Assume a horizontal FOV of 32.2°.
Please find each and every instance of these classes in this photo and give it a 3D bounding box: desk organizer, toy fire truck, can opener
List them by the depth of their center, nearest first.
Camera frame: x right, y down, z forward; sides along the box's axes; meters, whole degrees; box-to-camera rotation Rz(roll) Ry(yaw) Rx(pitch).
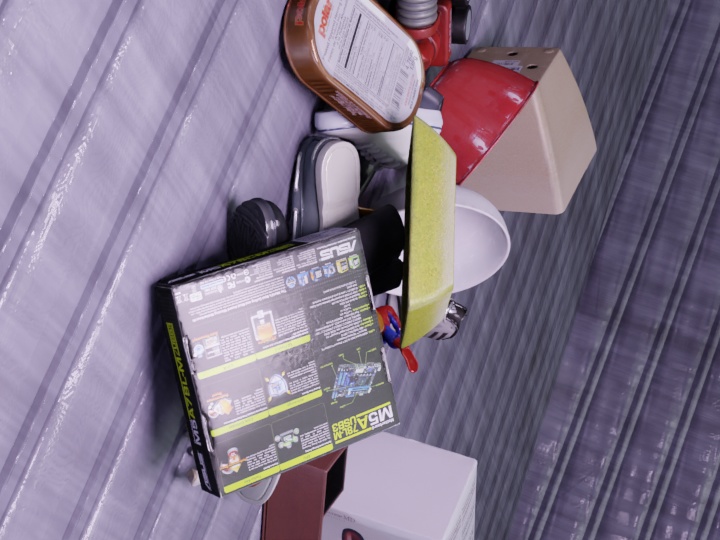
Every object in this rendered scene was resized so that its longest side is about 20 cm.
[{"bbox_3d":[0.045,-0.287,1.359,0.201,0.127,0.177,-70,163,-48],"label":"toy fire truck"},{"bbox_3d":[0.026,-0.156,1.462,0.201,0.078,0.064,-56,163,-25],"label":"can opener"},{"bbox_3d":[-0.069,0.293,1.494,0.072,0.076,0.202,-44,144,-57],"label":"desk organizer"}]

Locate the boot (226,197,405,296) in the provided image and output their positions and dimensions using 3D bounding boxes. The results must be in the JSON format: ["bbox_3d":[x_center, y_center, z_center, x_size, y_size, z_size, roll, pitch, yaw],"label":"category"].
[{"bbox_3d":[-0.035,-0.024,1.241,0.199,0.066,0.166,-18,139,-32],"label":"boot"}]

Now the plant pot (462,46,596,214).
[{"bbox_3d":[0.216,-0.214,1.796,0.200,0.198,0.179,-53,141,-48],"label":"plant pot"}]

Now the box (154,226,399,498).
[{"bbox_3d":[-0.071,0.078,1.128,0.199,0.047,0.195,-19,104,-30],"label":"box"}]

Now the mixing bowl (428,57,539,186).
[{"bbox_3d":[0.124,-0.195,1.586,0.201,0.108,0.200,-51,-176,5],"label":"mixing bowl"}]

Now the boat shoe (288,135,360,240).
[{"bbox_3d":[-0.042,-0.046,1.329,0.072,0.062,0.202,-12,117,-38],"label":"boat shoe"}]

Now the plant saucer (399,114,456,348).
[{"bbox_3d":[0.071,-0.033,1.305,0.200,0.047,0.202,91,2,-75],"label":"plant saucer"}]

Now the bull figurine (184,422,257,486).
[{"bbox_3d":[-0.093,0.134,1.210,0.121,0.065,0.201,7,120,-41],"label":"bull figurine"}]

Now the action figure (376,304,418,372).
[{"bbox_3d":[0.035,0.109,1.578,0.200,0.065,0.100,-112,-176,-69],"label":"action figure"}]

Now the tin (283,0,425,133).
[{"bbox_3d":[-0.001,-0.216,1.255,0.199,0.042,0.113,32,64,-47],"label":"tin"}]

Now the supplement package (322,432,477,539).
[{"bbox_3d":[0.047,0.348,1.698,0.148,0.189,0.201,-58,154,-44],"label":"supplement package"}]

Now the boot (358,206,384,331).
[{"bbox_3d":[-0.001,0.000,1.463,0.201,0.070,0.145,9,105,-64],"label":"boot"}]

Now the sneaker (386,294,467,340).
[{"bbox_3d":[0.093,0.022,1.705,0.201,0.114,0.076,81,30,-50],"label":"sneaker"}]

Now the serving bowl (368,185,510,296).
[{"bbox_3d":[0.084,-0.047,1.544,0.201,0.198,0.066,76,8,-55],"label":"serving bowl"}]

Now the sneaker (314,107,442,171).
[{"bbox_3d":[0.027,-0.146,1.377,0.199,0.073,0.072,-4,94,-48],"label":"sneaker"}]

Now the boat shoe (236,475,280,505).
[{"bbox_3d":[-0.094,0.146,1.314,0.060,0.075,0.202,-17,121,-62],"label":"boat shoe"}]
